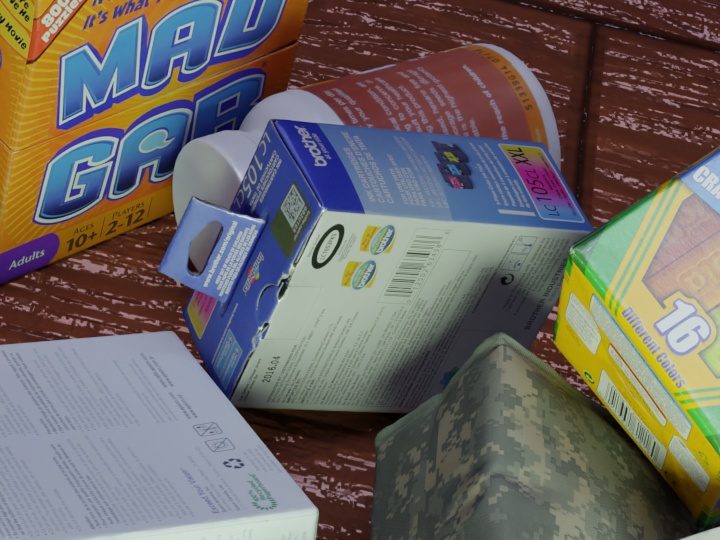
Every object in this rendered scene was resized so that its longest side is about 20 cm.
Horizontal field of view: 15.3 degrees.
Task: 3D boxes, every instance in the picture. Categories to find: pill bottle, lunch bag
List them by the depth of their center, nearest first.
[{"bbox_3d":[0.105,0.155,1.269,0.200,0.118,0.164,33,34,-22],"label":"lunch bag"},{"bbox_3d":[0.002,-0.052,1.467,0.199,0.113,0.112,-16,51,-32],"label":"pill bottle"}]

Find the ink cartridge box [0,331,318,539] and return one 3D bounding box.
[{"bbox_3d":[-0.147,0.092,1.268,0.199,0.041,0.200,-2,25,-24],"label":"ink cartridge box"}]

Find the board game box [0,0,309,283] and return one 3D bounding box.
[{"bbox_3d":[-0.168,-0.153,1.456,0.199,0.200,0.200,-25,56,-37],"label":"board game box"}]

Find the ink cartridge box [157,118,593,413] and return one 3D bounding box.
[{"bbox_3d":[0.000,0.000,1.364,0.199,0.137,0.076,3,40,-33],"label":"ink cartridge box"}]

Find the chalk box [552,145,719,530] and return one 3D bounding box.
[{"bbox_3d":[0.205,0.004,1.239,0.200,0.124,0.125,-34,73,-11],"label":"chalk box"}]

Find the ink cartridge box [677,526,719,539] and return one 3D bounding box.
[{"bbox_3d":[0.201,0.221,1.170,0.144,0.084,0.201,13,64,-38],"label":"ink cartridge box"}]
